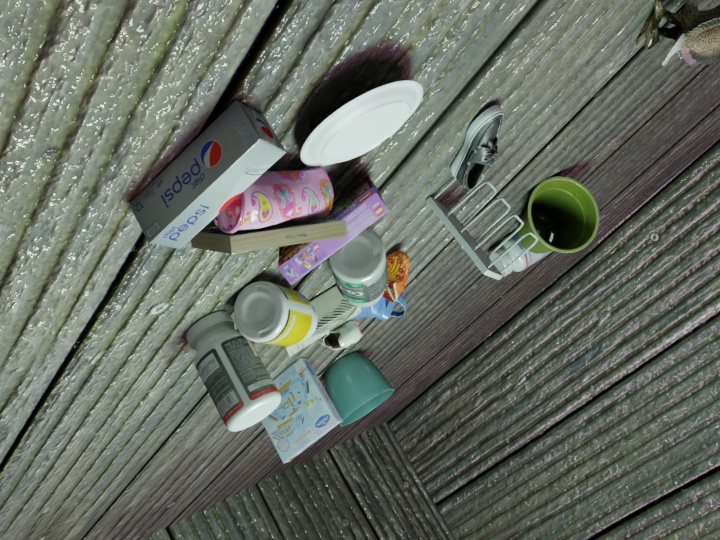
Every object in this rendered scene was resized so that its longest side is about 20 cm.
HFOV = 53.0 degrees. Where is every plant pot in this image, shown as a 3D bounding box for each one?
[{"bbox_3d":[0.511,-0.128,1.955,0.197,0.203,0.190,-29,175,-13],"label":"plant pot"},{"bbox_3d":[-0.020,0.355,2.229,0.198,0.163,0.201,-30,161,-11],"label":"plant pot"}]

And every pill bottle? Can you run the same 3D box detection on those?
[{"bbox_3d":[0.000,0.000,1.447,0.112,0.114,0.201,-31,161,-6],"label":"pill bottle"},{"bbox_3d":[-0.241,0.185,1.350,0.114,0.202,0.116,-29,161,-11],"label":"pill bottle"},{"bbox_3d":[-0.155,0.089,1.403,0.110,0.112,0.200,-37,161,10],"label":"pill bottle"},{"bbox_3d":[0.483,-0.067,2.134,0.197,0.110,0.109,-29,162,-13],"label":"pill bottle"}]

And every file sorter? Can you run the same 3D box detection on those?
[{"bbox_3d":[0.258,-0.103,1.512,0.124,0.201,0.138,-42,161,14],"label":"file sorter"}]

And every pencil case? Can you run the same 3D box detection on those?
[{"bbox_3d":[-0.123,-0.102,1.023,0.198,0.088,0.087,-14,154,-52],"label":"pencil case"}]

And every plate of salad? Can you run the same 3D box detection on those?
[{"bbox_3d":[-0.001,-0.212,1.018,0.197,0.049,0.200,-28,170,-5],"label":"plate of salad"}]

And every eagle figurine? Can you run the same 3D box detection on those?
[{"bbox_3d":[0.639,-0.463,1.351,0.152,0.195,0.154,-72,166,-67],"label":"eagle figurine"}]

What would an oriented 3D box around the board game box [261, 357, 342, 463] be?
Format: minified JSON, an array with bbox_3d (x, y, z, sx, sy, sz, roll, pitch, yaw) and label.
[{"bbox_3d":[-0.176,0.376,1.949,0.199,0.202,0.041,-38,162,15],"label":"board game box"}]

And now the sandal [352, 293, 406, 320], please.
[{"bbox_3d":[0.046,0.087,1.796,0.197,0.088,0.080,-18,159,-36],"label":"sandal"}]

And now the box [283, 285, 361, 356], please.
[{"bbox_3d":[-0.096,0.107,1.623,0.198,0.069,0.082,-32,163,-9],"label":"box"}]

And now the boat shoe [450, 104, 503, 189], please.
[{"bbox_3d":[0.227,-0.223,1.358,0.069,0.067,0.201,-23,159,-29],"label":"boat shoe"}]

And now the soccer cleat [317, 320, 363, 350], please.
[{"bbox_3d":[-0.069,0.153,1.711,0.077,0.070,0.199,-30,-171,-30],"label":"soccer cleat"}]

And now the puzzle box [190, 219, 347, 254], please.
[{"bbox_3d":[-0.134,-0.053,1.061,0.197,0.026,0.132,-10,-168,-36],"label":"puzzle box"}]

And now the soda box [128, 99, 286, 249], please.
[{"bbox_3d":[-0.191,-0.115,0.902,0.199,0.064,0.068,-39,162,15],"label":"soda box"}]

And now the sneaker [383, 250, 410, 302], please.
[{"bbox_3d":[0.084,0.000,1.700,0.078,0.072,0.201,-54,171,-24],"label":"sneaker"}]

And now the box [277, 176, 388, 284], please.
[{"bbox_3d":[-0.049,-0.070,1.195,0.198,0.039,0.137,-37,-162,7],"label":"box"}]
